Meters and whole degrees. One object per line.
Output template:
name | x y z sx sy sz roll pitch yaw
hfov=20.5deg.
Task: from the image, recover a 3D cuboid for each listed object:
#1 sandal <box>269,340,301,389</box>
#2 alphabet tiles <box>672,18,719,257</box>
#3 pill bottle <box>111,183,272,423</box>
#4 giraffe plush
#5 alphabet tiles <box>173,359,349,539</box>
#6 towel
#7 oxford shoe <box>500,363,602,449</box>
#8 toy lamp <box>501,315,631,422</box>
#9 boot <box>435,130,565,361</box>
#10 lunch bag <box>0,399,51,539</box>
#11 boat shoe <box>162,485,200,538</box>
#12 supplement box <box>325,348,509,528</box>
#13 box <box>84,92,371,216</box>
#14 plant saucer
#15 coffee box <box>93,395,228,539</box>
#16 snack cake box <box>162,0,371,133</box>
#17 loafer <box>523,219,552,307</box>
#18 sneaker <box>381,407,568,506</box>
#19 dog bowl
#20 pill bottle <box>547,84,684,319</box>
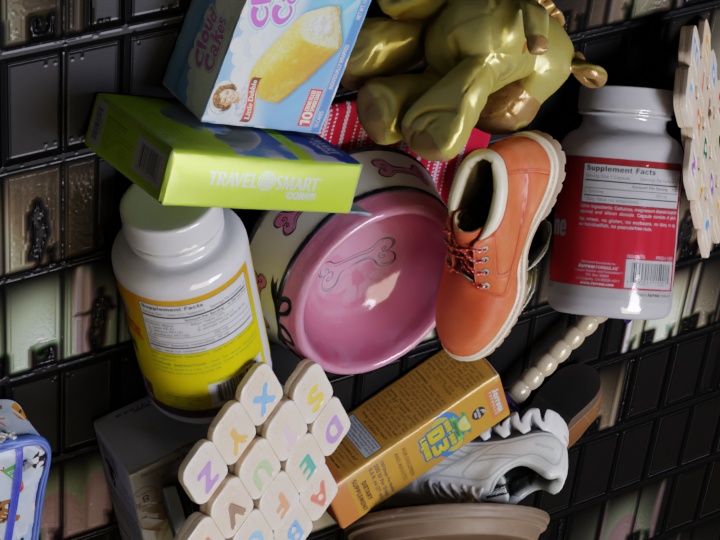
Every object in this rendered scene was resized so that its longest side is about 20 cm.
sandal | -0.074 0.142 1.782 0.075 0.045 0.201 -19 133 -25
alphabet tiles | 0.306 -0.120 1.797 0.014 0.197 0.200 -2 142 20
pill bottle | -0.136 0.019 1.587 0.109 0.109 0.201 -26 135 -19
giraffe plush | 0.101 -0.172 1.592 0.200 0.173 0.162 -39 153 20
alphabet tiles | -0.079 0.174 1.630 0.200 0.015 0.196 -54 144 -25
towel | 0.024 -0.083 1.696 0.199 0.022 0.145 -8 126 -33
oxford shoe | 0.166 0.180 1.985 0.199 0.071 0.071 -35 143 -12
toy lamp | 0.202 0.068 1.933 0.200 0.058 0.058 -43 138 2
boot | 0.092 -0.015 1.604 0.107 0.075 0.201 -16 127 -58
lunch bag | -0.327 0.199 1.610 0.159 0.076 0.201 -10 129 -35
boat shoe | -0.116 0.253 1.696 0.066 0.075 0.200 -18 124 -8
supplement box | 0.040 0.150 1.863 0.199 0.069 0.067 -35 138 -12
box | -0.095 -0.087 1.523 0.199 0.122 0.048 2 113 -39
plant saucer | 0.082 0.253 1.910 0.198 0.030 0.200 -2 163 0
coffee box | -0.153 0.200 1.740 0.114 0.080 0.201 -25 135 -19
snack cake box | -0.057 -0.209 1.498 0.114 0.067 0.201 1 121 -39
loafer | 0.132 -0.018 1.776 0.076 0.068 0.200 -48 150 -21
sneaker | 0.103 0.193 1.898 0.199 0.081 0.075 -16 136 12
dog bowl | 0.000 0.000 1.673 0.199 0.074 0.201 -20 132 -24
pill bottle | 0.228 -0.061 1.765 0.112 0.112 0.202 2 94 -39
